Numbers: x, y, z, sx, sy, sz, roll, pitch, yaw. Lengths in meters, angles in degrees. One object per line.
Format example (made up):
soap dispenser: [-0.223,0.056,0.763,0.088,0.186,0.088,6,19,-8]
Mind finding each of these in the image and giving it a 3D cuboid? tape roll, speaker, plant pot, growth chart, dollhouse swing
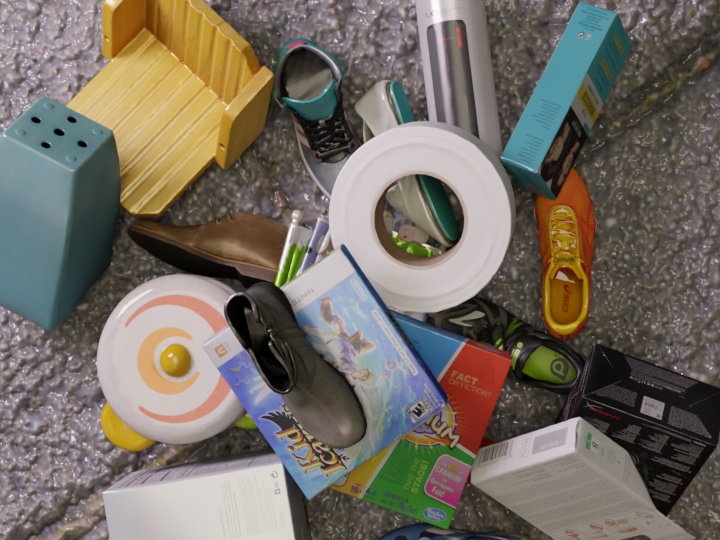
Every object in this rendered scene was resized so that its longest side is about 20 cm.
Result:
tape roll: [0.067,-0.058,1.501,0.200,0.071,0.205,2,101,9]
speaker: [0.111,-0.213,1.559,0.080,0.081,0.203,-6,89,3]
plant pot: [-0.345,-0.073,1.505,0.140,0.142,0.201,26,130,4]
growth chart: [0.000,0.000,1.567,0.198,0.018,0.147,11,82,-10]
dollhouse swing: [-0.232,-0.191,1.530,0.200,0.182,0.176,44,67,9]

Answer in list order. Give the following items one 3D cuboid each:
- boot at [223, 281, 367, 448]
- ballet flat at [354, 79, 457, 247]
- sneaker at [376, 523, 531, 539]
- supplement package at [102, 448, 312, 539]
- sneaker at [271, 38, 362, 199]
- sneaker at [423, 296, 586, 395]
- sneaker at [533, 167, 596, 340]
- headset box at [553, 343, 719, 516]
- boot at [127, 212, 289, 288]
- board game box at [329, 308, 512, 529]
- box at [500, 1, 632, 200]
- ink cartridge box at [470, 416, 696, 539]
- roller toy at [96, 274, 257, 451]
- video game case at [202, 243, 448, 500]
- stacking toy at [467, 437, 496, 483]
boot: [-0.070,0.105,1.363,0.067,0.131,0.201,-34,94,8]
ballet flat: [0.048,-0.115,1.573,0.069,0.069,0.202,-22,92,3]
sneaker: [0.101,0.325,1.550,0.197,0.082,0.075,-3,90,5]
supplement package: [-0.162,0.290,1.531,0.197,0.151,0.154,-10,90,3]
sneaker: [-0.043,-0.170,1.546,0.083,0.121,0.202,-23,88,3]
sneaker: [0.167,0.082,1.549,0.198,0.083,0.071,24,89,3]
sneaker: [0.233,-0.025,1.548,0.072,0.077,0.203,-4,81,4]
headset box: [0.287,0.185,1.498,0.147,0.201,0.078,19,53,5]
boot: [-0.166,-0.034,1.586,0.198,0.074,0.076,16,74,-3]
board game box: [0.059,0.160,1.501,0.151,0.040,0.202,19,99,-4]
box: [0.229,-0.186,1.531,0.049,0.082,0.202,23,82,29]
ink cartridge box: [0.241,0.240,1.496,0.199,0.160,0.051,34,52,-26]
roller toy: [-0.197,0.097,1.542,0.197,0.140,0.185,-10,88,4]
video game case: [-0.036,0.107,1.450,0.180,0.045,0.201,-34,94,8]
stacking toy: [0.082,0.168,1.558,0.199,0.085,0.086,37,91,-1]
